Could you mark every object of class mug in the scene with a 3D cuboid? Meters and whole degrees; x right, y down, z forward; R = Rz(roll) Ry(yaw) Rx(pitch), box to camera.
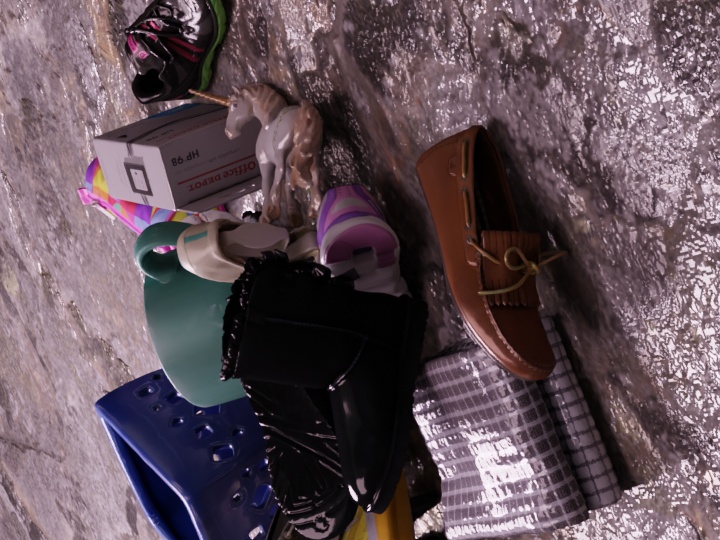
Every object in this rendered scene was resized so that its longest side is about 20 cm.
[{"bbox_3d":[-0.122,0.037,1.692,0.185,0.114,0.153,25,-130,-66],"label":"mug"}]

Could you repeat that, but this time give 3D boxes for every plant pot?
[{"bbox_3d":[-0.128,0.198,1.868,0.200,0.179,0.201,37,153,44],"label":"plant pot"}]

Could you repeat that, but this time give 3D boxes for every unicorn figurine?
[{"bbox_3d":[-0.075,-0.110,1.652,0.199,0.073,0.139,-10,81,56],"label":"unicorn figurine"}]

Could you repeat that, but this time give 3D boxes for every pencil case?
[{"bbox_3d":[-0.221,-0.070,1.952,0.200,0.088,0.089,28,135,50],"label":"pencil case"}]

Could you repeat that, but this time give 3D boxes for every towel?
[{"bbox_3d":[0.113,0.135,1.498,0.167,0.085,0.200,66,154,2],"label":"towel"}]

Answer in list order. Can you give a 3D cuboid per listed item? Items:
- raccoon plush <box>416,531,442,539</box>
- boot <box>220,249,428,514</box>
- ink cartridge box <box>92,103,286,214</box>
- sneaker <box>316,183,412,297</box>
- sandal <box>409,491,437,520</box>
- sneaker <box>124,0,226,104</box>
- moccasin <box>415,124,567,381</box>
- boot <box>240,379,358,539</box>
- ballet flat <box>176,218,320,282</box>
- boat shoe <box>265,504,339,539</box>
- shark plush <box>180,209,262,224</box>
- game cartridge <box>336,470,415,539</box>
[{"bbox_3d":[0.019,0.330,1.775,0.097,0.133,0.200,62,153,3],"label":"raccoon plush"},{"bbox_3d":[-0.037,0.087,1.497,0.073,0.161,0.200,146,136,-68],"label":"boot"},{"bbox_3d":[-0.163,-0.111,1.773,0.200,0.115,0.067,12,121,58],"label":"ink cartridge box"},{"bbox_3d":[0.000,0.000,1.614,0.201,0.080,0.089,82,171,-49],"label":"sneaker"},{"bbox_3d":[0.014,0.241,1.794,0.200,0.075,0.045,-45,65,54],"label":"sandal"},{"bbox_3d":[-0.181,-0.225,1.745,0.077,0.083,0.201,51,150,26],"label":"sneaker"},{"bbox_3d":[0.107,-0.014,1.386,0.078,0.073,0.203,-32,61,35],"label":"moccasin"},{"bbox_3d":[-0.018,0.153,1.626,0.076,0.168,0.201,-36,60,20],"label":"boot"},{"bbox_3d":[-0.070,-0.013,1.629,0.069,0.199,0.070,-8,79,48],"label":"ballet flat"},{"bbox_3d":[-0.041,0.191,1.729,0.063,0.201,0.071,30,142,-18],"label":"boat shoe"},{"bbox_3d":[-0.106,0.024,1.816,0.201,0.083,0.091,63,171,-19],"label":"shark plush"},{"bbox_3d":[-0.016,0.258,1.706,0.177,0.032,0.200,-54,22,21],"label":"game cartridge"}]
